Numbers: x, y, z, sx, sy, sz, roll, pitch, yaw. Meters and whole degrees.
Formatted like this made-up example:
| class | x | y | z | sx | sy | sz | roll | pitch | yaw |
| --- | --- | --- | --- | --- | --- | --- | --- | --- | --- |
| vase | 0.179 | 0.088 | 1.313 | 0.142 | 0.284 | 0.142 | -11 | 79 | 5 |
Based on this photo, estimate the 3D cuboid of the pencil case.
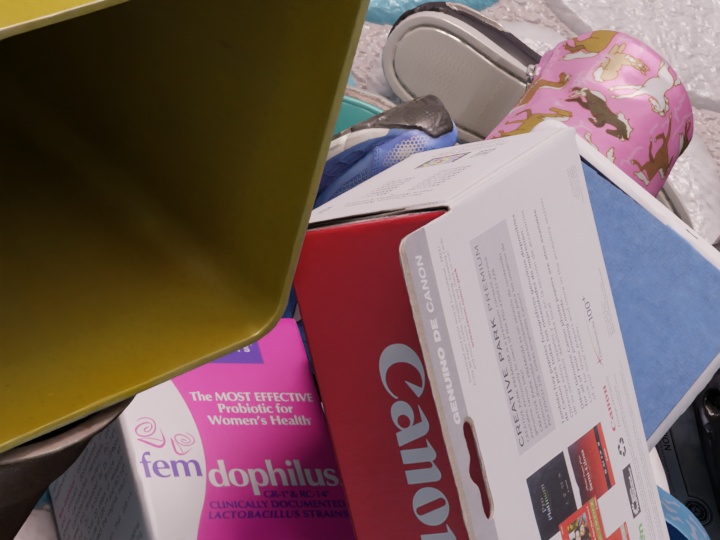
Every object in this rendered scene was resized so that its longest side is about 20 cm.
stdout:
| class | x | y | z | sx | sy | sz | roll | pitch | yaw |
| --- | --- | --- | --- | --- | --- | --- | --- | --- | --- |
| pencil case | 0.090 | -0.039 | 1.460 | 0.200 | 0.086 | 0.083 | -50 | 127 | -45 |

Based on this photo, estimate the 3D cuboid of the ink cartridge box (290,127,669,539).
| class | x | y | z | sx | sy | sz | roll | pitch | yaw |
| --- | --- | --- | --- | --- | --- | --- | --- | --- | --- |
| ink cartridge box | 0.042 | 0.062 | 1.206 | 0.175 | 0.083 | 0.201 | -30 | 109 | -59 |

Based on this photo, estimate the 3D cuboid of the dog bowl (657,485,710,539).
| class | x | y | z | sx | sy | sz | roll | pitch | yaw |
| --- | --- | --- | --- | --- | --- | --- | --- | --- | --- |
| dog bowl | 0.081 | 0.122 | 1.373 | 0.199 | 0.112 | 0.050 | 36 | 23 | 8 |

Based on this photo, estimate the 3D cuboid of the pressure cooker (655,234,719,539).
| class | x | y | z | sx | sy | sz | roll | pitch | yaw |
| --- | --- | --- | --- | --- | --- | --- | --- | --- | --- |
| pressure cooker | 0.220 | 0.061 | 1.449 | 0.176 | 0.179 | 0.200 | 37 | 42 | 5 |

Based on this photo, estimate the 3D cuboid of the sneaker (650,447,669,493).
| class | x | y | z | sx | sy | sz | roll | pitch | yaw |
| --- | --- | --- | --- | --- | --- | --- | --- | --- | --- |
| sneaker | 0.060 | 0.078 | 1.434 | 0.114 | 0.073 | 0.201 | -13 | 47 | -31 |

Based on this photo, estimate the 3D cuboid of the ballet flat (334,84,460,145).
| class | x | y | z | sx | sy | sz | roll | pitch | yaw |
| --- | --- | --- | --- | --- | --- | --- | --- | --- | --- |
| ballet flat | 0.048 | -0.033 | 1.544 | 0.199 | 0.068 | 0.064 | 33 | 15 | 3 |

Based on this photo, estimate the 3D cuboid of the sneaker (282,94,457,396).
| class | x | y | z | sx | sy | sz | roll | pitch | yaw |
| --- | --- | --- | --- | --- | --- | --- | --- | --- | --- |
| sneaker | 0.000 | 0.000 | 1.374 | 0.078 | 0.200 | 0.089 | -26 | 67 | -43 |

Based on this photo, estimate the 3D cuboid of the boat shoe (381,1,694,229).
| class | x | y | z | sx | sy | sz | roll | pitch | yaw |
| --- | --- | --- | --- | --- | --- | --- | --- | --- | --- |
| boat shoe | 0.098 | -0.073 | 1.593 | 0.199 | 0.074 | 0.060 | 35 | 23 | -2 |

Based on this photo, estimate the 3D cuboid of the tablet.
| class | x | y | z | sx | sy | sz | roll | pitch | yaw |
| --- | --- | --- | --- | --- | --- | --- | --- | --- | --- |
| tablet | 0.073 | 0.048 | 1.323 | 0.130 | 0.200 | 0.014 | 40 | 17 | 7 |

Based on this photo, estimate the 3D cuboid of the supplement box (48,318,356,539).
| class | x | y | z | sx | sy | sz | roll | pitch | yaw |
| --- | --- | --- | --- | --- | --- | --- | --- | --- | --- |
| supplement box | -0.064 | 0.127 | 1.292 | 0.101 | 0.104 | 0.201 | 0 | 48 | -24 |

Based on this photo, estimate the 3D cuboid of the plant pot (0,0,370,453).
| class | x | y | z | sx | sy | sz | roll | pitch | yaw |
| --- | --- | --- | --- | --- | --- | --- | --- | --- | --- |
| plant pot | -0.137 | -0.072 | 1.098 | 0.199 | 0.201 | 0.176 | -23 | 51 | -41 |

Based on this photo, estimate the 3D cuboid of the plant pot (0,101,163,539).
| class | x | y | z | sx | sy | sz | roll | pitch | yaw |
| --- | --- | --- | --- | --- | --- | --- | --- | --- | --- |
| plant pot | -0.204 | 0.058 | 1.212 | 0.199 | 0.199 | 0.201 | 14 | 45 | -14 |
